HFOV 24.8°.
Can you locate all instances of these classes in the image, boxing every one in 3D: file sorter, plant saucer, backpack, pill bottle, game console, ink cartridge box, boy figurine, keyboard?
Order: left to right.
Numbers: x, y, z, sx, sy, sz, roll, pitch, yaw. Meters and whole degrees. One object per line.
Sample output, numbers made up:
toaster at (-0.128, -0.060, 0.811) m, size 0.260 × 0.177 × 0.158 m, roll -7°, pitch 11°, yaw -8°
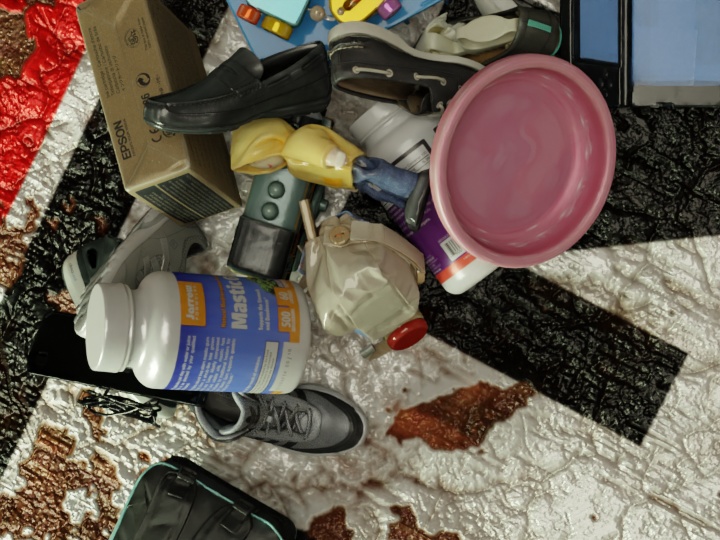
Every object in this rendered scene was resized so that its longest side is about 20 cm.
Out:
keyboard at (-0.242, 0.105, 1.652) m, size 0.198 × 0.040 × 0.105 m, roll 9°, pitch 61°, yaw 17°
ink cartridge box at (-0.196, -0.160, 1.618) m, size 0.075 × 0.165 × 0.202 m, roll -19°, pitch 75°, yaw 9°
backpack at (-0.177, 0.308, 1.667) m, size 0.175 × 0.153 × 0.201 m, roll 28°, pitch 86°, yaw 6°
pill bottle at (-0.156, 0.058, 1.567) m, size 0.198 × 0.112 × 0.113 m, roll 4°, pitch 94°, yaw -22°
boy figurine at (-0.030, -0.098, 1.549) m, size 0.198 × 0.124 × 0.065 m, roll 17°, pitch 84°, yaw 2°
file sorter at (-0.024, -0.286, 1.637) m, size 0.199 × 0.123 × 0.140 m, roll -27°, pitch 91°, yaw 7°
pill bottle at (0.078, -0.084, 1.641) m, size 0.112 × 0.112 × 0.201 m, roll -37°, pitch 88°, yaw 7°
plant saucer at (0.147, -0.105, 1.546) m, size 0.199 × 0.051 × 0.202 m, roll -7°, pitch 105°, yaw -26°
game console at (0.283, -0.264, 1.612) m, size 0.116 × 0.175 × 0.202 m, roll 1°, pitch 93°, yaw 34°

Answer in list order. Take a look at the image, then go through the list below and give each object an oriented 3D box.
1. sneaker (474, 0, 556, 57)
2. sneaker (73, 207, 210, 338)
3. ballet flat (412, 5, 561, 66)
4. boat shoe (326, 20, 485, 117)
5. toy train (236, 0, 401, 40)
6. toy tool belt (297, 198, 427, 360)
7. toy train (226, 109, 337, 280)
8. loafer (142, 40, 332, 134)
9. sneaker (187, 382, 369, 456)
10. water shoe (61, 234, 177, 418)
sneaker at (0.157, -0.194, 1.646) m, size 0.084 × 0.073 × 0.201 m, roll -33°, pitch 90°, yaw 4°
sneaker at (-0.214, 0.004, 1.650) m, size 0.082 × 0.200 × 0.075 m, roll 40°, pitch 139°, yaw -8°
ballet flat at (0.104, -0.225, 1.605) m, size 0.199 × 0.068 × 0.069 m, roll -12°, pitch 71°, yaw 42°
boat shoe at (0.055, -0.177, 1.566) m, size 0.199 × 0.074 × 0.061 m, roll 18°, pitch 63°, yaw -34°
toy train at (-0.032, -0.298, 1.552) m, size 0.198 × 0.056 × 0.152 m, roll -14°, pitch 90°, yaw 4°
toy tool belt at (0.000, 0.000, 1.632) m, size 0.124 × 0.200 × 0.123 m, roll -34°, pitch 66°, yaw 7°
toy train at (-0.077, -0.076, 1.657) m, size 0.085 × 0.114 × 0.202 m, roll 18°, pitch 95°, yaw 5°
loafer at (-0.113, -0.172, 1.520) m, size 0.199 × 0.068 × 0.071 m, roll -16°, pitch 116°, yaw -34°
sneaker at (-0.093, 0.150, 1.670) m, size 0.198 × 0.114 × 0.076 m, roll 14°, pitch 95°, yaw 5°
water shoe at (-0.234, 0.057, 1.701) m, size 0.079 × 0.071 × 0.201 m, roll -32°, pitch 89°, yaw 9°
